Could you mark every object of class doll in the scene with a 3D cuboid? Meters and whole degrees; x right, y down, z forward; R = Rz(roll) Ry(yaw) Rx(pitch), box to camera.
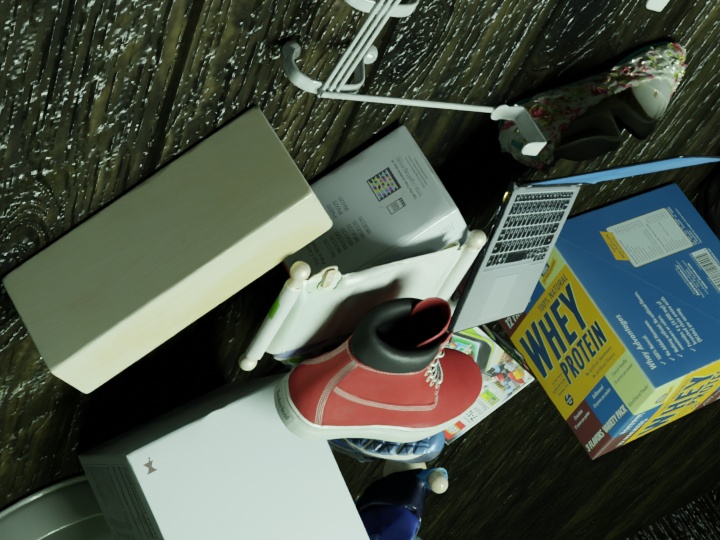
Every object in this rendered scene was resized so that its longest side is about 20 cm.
[{"bbox_3d":[0.017,0.212,1.216,0.136,0.049,0.200,-29,-164,26],"label":"doll"}]

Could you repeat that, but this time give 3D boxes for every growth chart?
[{"bbox_3d":[0.003,0.026,1.054,0.199,0.018,0.145,-12,152,-39],"label":"growth chart"}]

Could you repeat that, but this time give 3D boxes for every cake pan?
[{"bbox_3d":[-0.287,0.254,1.323,0.199,0.037,0.201,-30,158,-13],"label":"cake pan"}]

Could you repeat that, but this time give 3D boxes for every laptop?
[{"bbox_3d":[0.185,-0.024,1.164,0.187,0.115,0.202,-8,123,-65],"label":"laptop"}]

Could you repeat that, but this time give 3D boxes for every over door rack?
[{"bbox_3d":[0.066,-0.158,0.894,0.198,0.067,0.148,11,135,-32],"label":"over door rack"}]

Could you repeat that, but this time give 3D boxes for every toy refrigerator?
[{"bbox_3d":[-0.123,-0.011,0.944,0.199,0.076,0.070,-35,159,-1],"label":"toy refrigerator"}]

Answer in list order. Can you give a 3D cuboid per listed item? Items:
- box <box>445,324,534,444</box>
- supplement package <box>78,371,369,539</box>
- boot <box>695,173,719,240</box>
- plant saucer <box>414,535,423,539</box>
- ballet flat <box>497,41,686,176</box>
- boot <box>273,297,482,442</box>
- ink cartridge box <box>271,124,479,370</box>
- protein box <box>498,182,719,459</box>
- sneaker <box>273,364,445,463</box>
[{"bbox_3d":[0.063,0.076,1.334,0.110,0.035,0.200,-39,131,13],"label":"box"},{"bbox_3d":[-0.115,0.184,1.173,0.151,0.152,0.200,-25,-178,-22],"label":"supplement package"},{"bbox_3d":[0.402,-0.052,1.490,0.068,0.202,0.174,-1,157,-10],"label":"boot"},{"bbox_3d":[-0.029,0.265,1.244,0.199,0.039,0.201,-15,-158,6],"label":"plant saucer"},{"bbox_3d":[0.200,-0.125,1.177,0.199,0.064,0.076,-25,148,-24],"label":"ballet flat"},{"bbox_3d":[0.051,0.067,1.082,0.199,0.073,0.144,-1,150,-45],"label":"boot"},{"bbox_3d":[0.000,0.000,1.132,0.175,0.084,0.200,-33,159,1],"label":"ink cartridge box"},{"bbox_3d":[0.278,0.047,1.475,0.199,0.199,0.135,-18,154,-33],"label":"protein box"},{"bbox_3d":[0.007,0.131,1.282,0.085,0.199,0.077,46,69,-41],"label":"sneaker"}]
